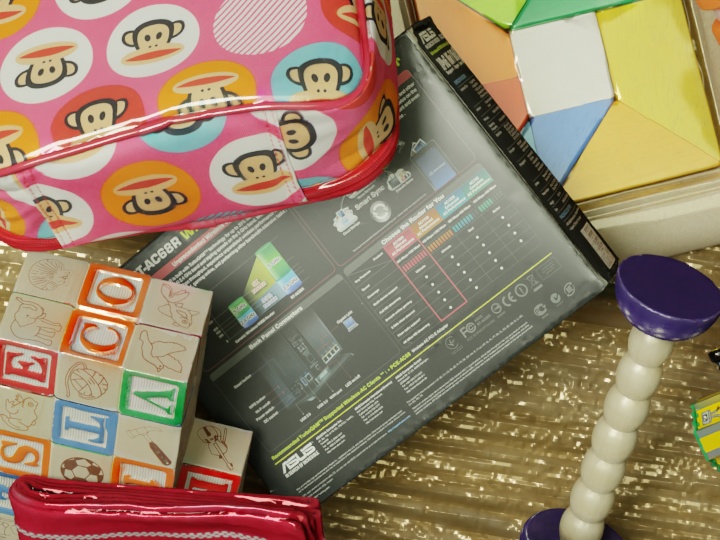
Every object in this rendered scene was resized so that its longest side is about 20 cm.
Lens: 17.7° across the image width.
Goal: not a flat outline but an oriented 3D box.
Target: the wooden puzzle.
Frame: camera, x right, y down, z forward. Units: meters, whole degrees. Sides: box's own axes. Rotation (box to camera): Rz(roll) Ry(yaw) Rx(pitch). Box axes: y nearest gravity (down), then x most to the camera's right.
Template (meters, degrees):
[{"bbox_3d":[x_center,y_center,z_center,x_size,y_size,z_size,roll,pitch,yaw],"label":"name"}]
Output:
[{"bbox_3d":[0.100,-0.097,1.130,0.184,0.037,0.201,-13,93,0],"label":"wooden puzzle"}]

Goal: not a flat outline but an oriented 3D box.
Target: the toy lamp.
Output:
[{"bbox_3d":[0.118,0.090,1.094,0.058,0.058,0.201,16,123,-1],"label":"toy lamp"}]

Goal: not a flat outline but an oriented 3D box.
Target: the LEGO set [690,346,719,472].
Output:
[{"bbox_3d":[0.253,0.106,1.080,0.115,0.154,0.201,-26,81,27],"label":"LEGO set"}]

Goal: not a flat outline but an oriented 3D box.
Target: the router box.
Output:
[{"bbox_3d":[0.000,0.000,1.098,0.200,0.062,0.150,-38,93,18],"label":"router box"}]

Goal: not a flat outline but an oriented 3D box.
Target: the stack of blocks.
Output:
[{"bbox_3d":[-0.111,0.092,1.070,0.114,0.059,0.201,12,133,1],"label":"stack of blocks"}]

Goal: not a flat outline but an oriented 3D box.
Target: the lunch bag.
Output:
[{"bbox_3d":[-0.085,-0.106,1.030,0.199,0.082,0.177,-10,55,8],"label":"lunch bag"}]

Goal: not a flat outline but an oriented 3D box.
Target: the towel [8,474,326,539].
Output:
[{"bbox_3d":[-0.083,0.170,1.081,0.144,0.023,0.201,4,133,9],"label":"towel"}]

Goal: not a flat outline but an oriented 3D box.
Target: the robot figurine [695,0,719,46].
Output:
[{"bbox_3d":[0.230,-0.115,1.087,0.143,0.117,0.201,-32,100,-5],"label":"robot figurine"}]
